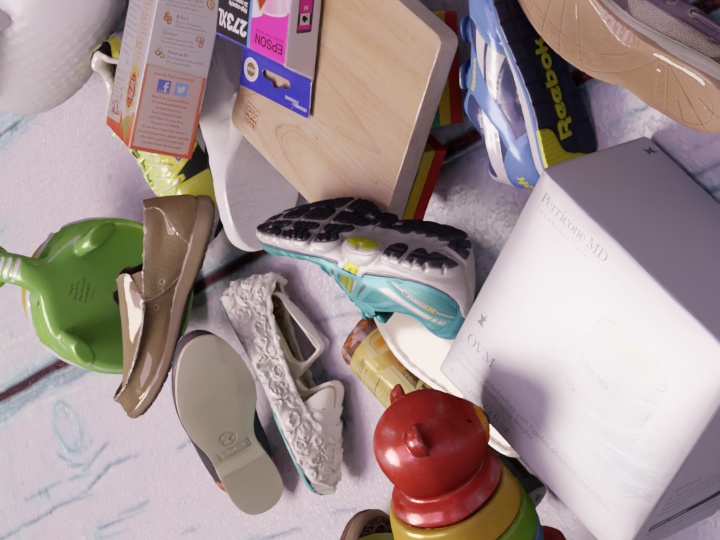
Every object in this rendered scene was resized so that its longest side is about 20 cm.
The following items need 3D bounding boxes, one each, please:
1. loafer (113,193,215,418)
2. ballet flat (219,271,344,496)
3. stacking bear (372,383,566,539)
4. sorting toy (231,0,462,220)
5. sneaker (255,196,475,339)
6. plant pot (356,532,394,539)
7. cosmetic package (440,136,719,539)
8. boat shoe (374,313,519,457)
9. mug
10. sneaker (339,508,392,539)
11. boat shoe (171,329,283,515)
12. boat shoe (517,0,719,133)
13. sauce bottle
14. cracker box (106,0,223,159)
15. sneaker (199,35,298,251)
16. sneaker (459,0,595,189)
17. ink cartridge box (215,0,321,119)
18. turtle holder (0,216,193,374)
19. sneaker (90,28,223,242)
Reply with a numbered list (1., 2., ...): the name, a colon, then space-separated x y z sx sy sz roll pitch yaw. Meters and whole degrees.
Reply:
1. loafer: -0.179 0.026 1.806 0.076 0.067 0.201 -131 58 -83
2. ballet flat: -0.053 0.090 1.791 0.072 0.072 0.201 -33 81 47
3. stacking bear: 0.072 0.169 1.512 0.122 0.113 0.201 -100 -13 -58
4. sorting toy: 0.002 -0.148 1.634 0.200 0.069 0.199 46 132 36
5. sneaker: 0.000 0.000 1.569 0.199 0.077 0.080 20 127 39
6. plant pot: 0.051 0.309 1.678 0.193 0.200 0.201 37 129 47
7. cosmetic package: 0.189 0.053 1.476 0.199 0.123 0.200 46 131 26
8. boat shoe: 0.083 0.060 1.633 0.200 0.059 0.072 46 120 24
9. mug: -0.297 -0.213 1.844 0.147 0.200 0.176 32 137 6
10. sneaker: -0.013 0.289 1.808 0.075 0.070 0.201 22 118 43
11. boat shoe: -0.119 0.123 1.828 0.063 0.071 0.201 -122 10 -52
12. boat shoe: 0.189 -0.166 1.445 0.200 0.065 0.072 37 146 31
13. sauce bottle: 0.068 0.114 1.670 0.200 0.066 0.066 45 132 23
14. cracker box: -0.153 -0.201 1.722 0.134 0.057 0.201 -138 58 -71
15. sneaker: -0.105 -0.116 1.778 0.088 0.075 0.201 -1 95 57
16. sneaker: 0.104 -0.151 1.533 0.082 0.074 0.201 -7 97 49
17. ink cartridge box: -0.068 -0.222 1.621 0.095 0.037 0.201 30 124 45
18. turtle holder: -0.247 0.025 1.885 0.132 0.185 0.142 6 111 60
19. sneaker: -0.179 -0.113 1.842 0.075 0.076 0.201 -24 88 46
